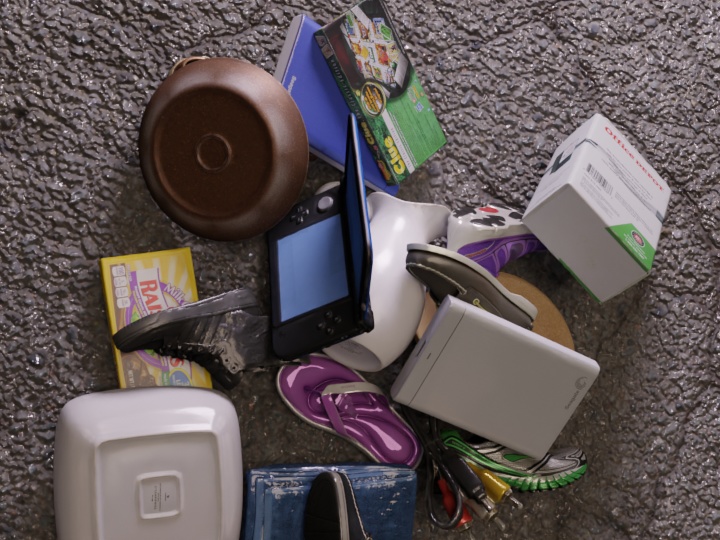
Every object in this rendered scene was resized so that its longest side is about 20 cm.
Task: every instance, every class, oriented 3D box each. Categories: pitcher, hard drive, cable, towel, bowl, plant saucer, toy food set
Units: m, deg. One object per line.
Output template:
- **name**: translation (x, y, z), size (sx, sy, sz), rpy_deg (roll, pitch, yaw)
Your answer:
- **pitcher**: translation (0.000, 0.000, 1.176), size (0.170, 0.122, 0.202), rpy_deg (20, 64, 6)
- **hard drive**: translation (0.150, 0.122, 1.136), size (0.198, 0.027, 0.133), rpy_deg (24, 109, -18)
- **hard drive**: translation (-0.017, -0.188, 1.197), size (0.199, 0.025, 0.133), rpy_deg (28, 72, -36)
- **cable**: translation (0.090, 0.217, 1.162), size (0.097, 0.051, 0.201), rpy_deg (-32, 59, -10)
- **towel**: translation (-0.033, 0.270, 1.136), size (0.197, 0.048, 0.113), rpy_deg (2, 99, -19)
- **bowl**: translation (-0.214, 0.225, 1.061), size (0.197, 0.075, 0.203), rpy_deg (-2, 92, -21)
- **plant saucer**: translation (-0.156, -0.129, 1.115), size (0.198, 0.037, 0.203), rpy_deg (2, 102, 12)
- **toy food set**: translation (0.169, 0.095, 1.228), size (0.198, 0.049, 0.200), rpy_deg (-17, 72, -28)

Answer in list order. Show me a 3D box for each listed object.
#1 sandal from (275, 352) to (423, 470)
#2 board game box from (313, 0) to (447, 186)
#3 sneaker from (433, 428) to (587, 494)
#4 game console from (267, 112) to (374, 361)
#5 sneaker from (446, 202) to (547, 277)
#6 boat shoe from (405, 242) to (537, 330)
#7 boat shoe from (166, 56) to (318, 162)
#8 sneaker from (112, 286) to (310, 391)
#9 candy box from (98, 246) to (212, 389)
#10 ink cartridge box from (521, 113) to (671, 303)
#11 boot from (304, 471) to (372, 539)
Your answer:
- **sandal**: translation (-0.004, 0.159, 1.172), size (0.202, 0.050, 0.083), rpy_deg (35, 72, -13)
- **board game box**: translation (0.027, -0.212, 1.202), size (0.105, 0.023, 0.202), rpy_deg (-41, 114, -35)
- **sneaker**: translation (0.179, 0.220, 1.213), size (0.197, 0.078, 0.086), rpy_deg (2, 80, -18)
- **game console**: translation (-0.047, -0.034, 1.079), size (0.118, 0.169, 0.202), rpy_deg (47, 28, -47)
- **sneaker**: translation (0.162, -0.032, 1.235), size (0.199, 0.080, 0.084), rpy_deg (-6, 118, -46)
- **boat shoe**: translation (0.120, 0.033, 1.138), size (0.201, 0.072, 0.061), rpy_deg (32, 75, -35)
- **boat shoe**: translation (-0.127, -0.183, 1.171), size (0.198, 0.074, 0.076), rpy_deg (22, 75, -15)
- **sneaker**: translation (-0.158, 0.084, 1.103), size (0.198, 0.060, 0.105), rpy_deg (-18, 84, -30)
- **candy box**: translation (-0.221, 0.080, 1.124), size (0.101, 0.026, 0.203), rpy_deg (-8, 85, -24)
- **ink cartridge box**: translation (0.293, -0.080, 1.250), size (0.147, 0.083, 0.200), rpy_deg (45, 39, -7)
- **boot**: translation (0.025, 0.310, 1.104), size (0.152, 0.073, 0.206), rpy_deg (-4, 82, -35)
